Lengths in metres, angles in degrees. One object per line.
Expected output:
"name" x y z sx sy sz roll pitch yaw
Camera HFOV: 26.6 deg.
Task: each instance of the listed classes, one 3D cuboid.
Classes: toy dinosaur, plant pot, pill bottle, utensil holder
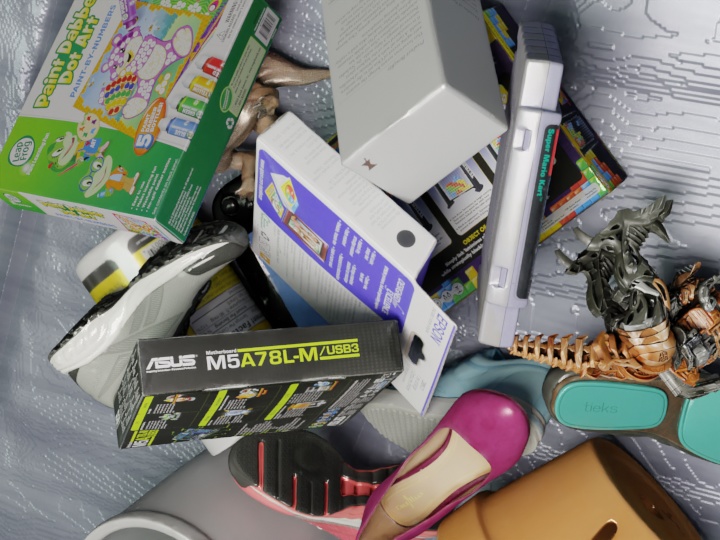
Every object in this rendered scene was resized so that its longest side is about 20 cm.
"toy dinosaur" -0.118 -0.133 1.250 0.199 0.086 0.136 -39 48 14
"plant pot" 0.175 0.224 1.167 0.200 0.200 0.140 46 104 6
"pill bottle" -0.143 0.049 1.299 0.114 0.114 0.201 -34 90 31
"toy dinosaur" 0.204 0.030 1.093 0.102 0.198 0.137 -35 65 47
"utensil holder" -0.124 0.248 1.307 0.168 0.200 0.172 9 110 24

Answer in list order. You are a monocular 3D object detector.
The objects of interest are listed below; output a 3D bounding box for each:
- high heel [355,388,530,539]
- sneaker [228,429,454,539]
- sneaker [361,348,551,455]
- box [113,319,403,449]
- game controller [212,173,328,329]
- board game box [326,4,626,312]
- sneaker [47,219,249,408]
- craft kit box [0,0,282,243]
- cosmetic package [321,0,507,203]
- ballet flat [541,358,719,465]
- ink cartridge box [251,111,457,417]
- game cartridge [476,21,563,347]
"high heel" 0.061 0.160 1.157 0.067 0.096 0.200 41 147 6
"sneaker" -0.025 0.196 1.276 0.198 0.074 0.087 19 141 -16
"sneaker" 0.086 0.105 1.239 0.199 0.082 0.074 -2 133 47
"box" -0.083 0.088 1.148 0.200 0.191 0.048 127 139 -68
"game controller" -0.042 0.002 1.274 0.104 0.042 0.201 -28 94 31
"board game box" 0.078 -0.077 1.179 0.199 0.057 0.166 -37 87 30
"sneaker" -0.157 0.033 1.211 0.200 0.074 0.079 -40 99 21
"craft kit box" -0.182 -0.133 1.209 0.196 0.048 0.202 9 71 38
"cosmetic package" 0.034 -0.162 1.096 0.071 0.202 0.101 28 131 -36
"ballet flat" 0.232 0.096 1.145 0.197 0.069 0.069 15 112 -6
"ink cartridge box" 0.000 0.000 1.142 0.200 0.043 0.199 44 160 13
"game cartridge" 0.111 -0.061 1.062 0.038 0.130 0.202 7 111 -3
